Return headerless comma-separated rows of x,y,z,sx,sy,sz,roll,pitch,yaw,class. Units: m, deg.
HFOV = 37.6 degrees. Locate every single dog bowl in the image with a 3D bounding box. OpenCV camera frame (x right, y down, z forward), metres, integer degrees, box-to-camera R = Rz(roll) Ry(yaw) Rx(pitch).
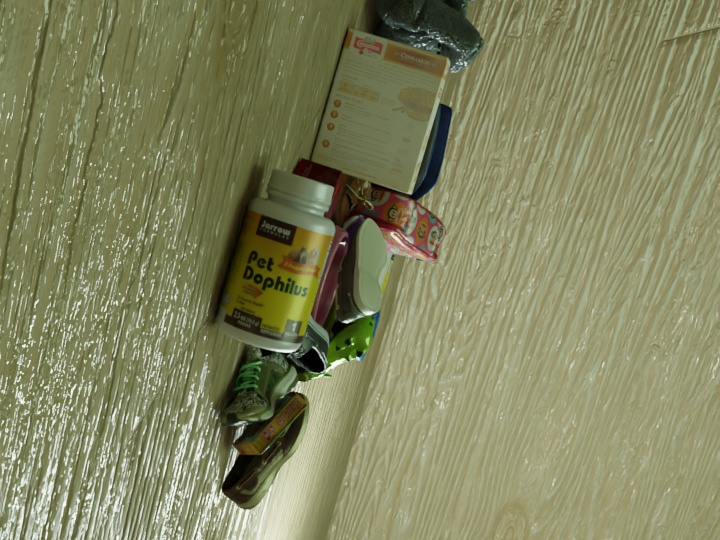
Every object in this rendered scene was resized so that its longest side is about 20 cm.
-0.077,0.010,1.614,0.200,0.073,0.203,17,90,-83,dog bowl

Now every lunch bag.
0.042,-0.089,1.867,0.200,0.174,0.083,32,77,-55,lunch bag
0.083,-0.223,1.865,0.136,0.131,0.203,-28,-137,58,lunch bag

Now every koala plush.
0.079,-0.388,1.680,0.200,0.181,0.180,137,-35,-59,koala plush

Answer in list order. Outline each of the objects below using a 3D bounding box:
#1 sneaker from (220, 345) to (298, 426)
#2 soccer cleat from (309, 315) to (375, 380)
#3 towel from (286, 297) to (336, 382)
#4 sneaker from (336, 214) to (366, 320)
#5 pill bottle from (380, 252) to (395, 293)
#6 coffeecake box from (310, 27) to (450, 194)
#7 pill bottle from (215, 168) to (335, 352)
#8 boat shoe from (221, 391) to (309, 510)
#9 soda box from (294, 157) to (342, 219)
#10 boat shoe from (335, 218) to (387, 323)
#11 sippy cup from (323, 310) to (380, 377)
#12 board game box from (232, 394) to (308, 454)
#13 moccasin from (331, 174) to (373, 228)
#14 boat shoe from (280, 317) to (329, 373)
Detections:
-0.153,0.153,1.483,0.200,0.076,0.090,-53,128,-67,sneaker
-0.054,0.123,1.714,0.198,0.068,0.081,-22,-152,36,soccer cleat
-0.093,0.099,1.662,0.201,0.085,0.018,-66,158,-49,towel
-0.009,0.009,1.757,0.080,0.082,0.203,-11,113,-60,sneaker
-0.012,0.037,2.036,0.114,0.113,0.203,51,57,-82,pill bottle
0.030,-0.231,1.544,0.073,0.151,0.203,-25,133,-81,coffeecake box
-0.096,-0.013,1.253,0.109,0.108,0.203,-13,119,-82,pill bottle
-0.151,0.270,1.647,0.072,0.072,0.201,44,72,-39,boat shoe
-0.086,-0.052,1.428,0.070,0.063,0.202,99,10,-55,soda box
-0.002,-0.002,1.637,0.060,0.072,0.203,-30,-147,29,boat shoe
-0.038,0.091,1.864,0.140,0.129,0.180,-60,168,-56,sippy cup
-0.131,0.223,1.519,0.096,0.030,0.200,-46,-174,-17,board game box
-0.010,-0.139,1.721,0.074,0.077,0.203,97,9,-50,moccasin
-0.092,0.098,1.508,0.200,0.068,0.057,40,39,-61,boat shoe
